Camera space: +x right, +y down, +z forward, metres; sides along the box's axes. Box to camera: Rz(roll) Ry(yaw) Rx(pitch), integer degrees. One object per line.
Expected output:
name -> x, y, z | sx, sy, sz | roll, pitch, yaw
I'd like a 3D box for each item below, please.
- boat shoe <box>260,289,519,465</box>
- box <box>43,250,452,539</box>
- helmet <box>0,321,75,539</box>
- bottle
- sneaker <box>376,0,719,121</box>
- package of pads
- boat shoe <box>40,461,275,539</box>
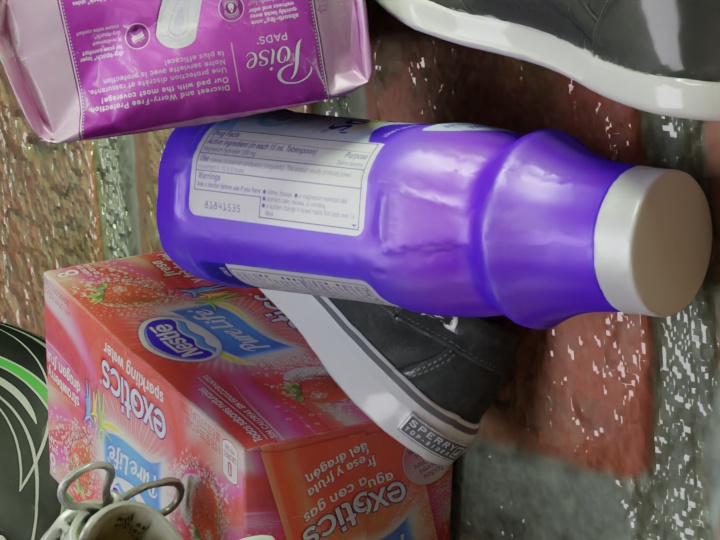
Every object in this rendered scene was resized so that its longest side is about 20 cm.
boat shoe -> 0.000, 0.000, 0.964 | 0.057, 0.069, 0.200 | -54, 40, 11
box -> -0.051, 0.071, 1.035 | 0.200, 0.094, 0.103 | 36, 130, 54
helmet -> -0.195, 0.120, 1.220 | 0.190, 0.200, 0.200 | 27, 133, 9
bottle -> 0.023, -0.018, 0.849 | 0.199, 0.083, 0.066 | 8, 95, 41
sneaker -> 0.069, -0.115, 0.790 | 0.200, 0.070, 0.100 | 27, 116, 55
package of pads -> -0.061, -0.097, 0.901 | 0.200, 0.120, 0.076 | -101, 1, -80
boat shoe -> -0.087, 0.111, 0.934 | 0.202, 0.074, 0.086 | -6, 95, 61
